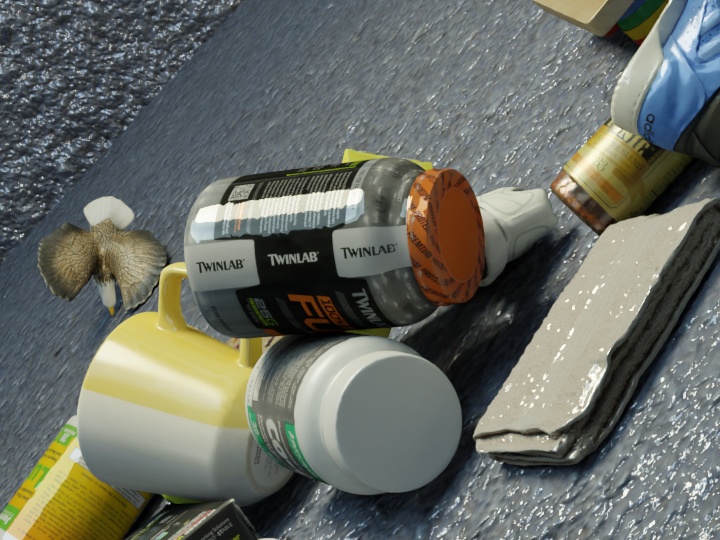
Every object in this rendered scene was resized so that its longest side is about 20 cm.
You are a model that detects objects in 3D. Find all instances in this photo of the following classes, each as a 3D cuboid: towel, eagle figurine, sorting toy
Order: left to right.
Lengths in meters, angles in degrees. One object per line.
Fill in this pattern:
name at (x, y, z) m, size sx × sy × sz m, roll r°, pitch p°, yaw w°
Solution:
eagle figurine at (-0.345, -0.011, 2.631) m, size 0.152 × 0.151 × 0.200 m, roll -41°, pitch 4°, yaw -5°
towel at (0.152, 0.040, 1.263) m, size 0.201 × 0.034 × 0.132 m, roll -56°, pitch 17°, yaw -19°
sorting toy at (0.251, -0.272, 1.630) m, size 0.199 × 0.069 × 0.200 m, roll -50°, pitch 16°, yaw 5°

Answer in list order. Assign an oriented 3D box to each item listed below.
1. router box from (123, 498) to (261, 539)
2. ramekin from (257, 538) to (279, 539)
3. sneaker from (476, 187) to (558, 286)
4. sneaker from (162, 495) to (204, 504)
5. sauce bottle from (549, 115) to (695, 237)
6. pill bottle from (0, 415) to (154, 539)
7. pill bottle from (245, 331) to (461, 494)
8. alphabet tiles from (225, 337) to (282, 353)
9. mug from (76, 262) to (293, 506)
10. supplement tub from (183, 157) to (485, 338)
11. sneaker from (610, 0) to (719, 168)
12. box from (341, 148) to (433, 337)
router box at (-0.183, 0.264, 1.545) m, size 0.200 × 0.062 × 0.150 m, roll -38°, pitch 9°, yaw -24°
ramekin at (-0.075, 0.279, 1.240) m, size 0.201 × 0.098 × 0.201 m, roll -46°, pitch 17°, yaw 18°
sneaker at (0.096, -0.027, 1.535) m, size 0.081 × 0.075 × 0.200 m, roll -30°, pitch 6°, yaw -13°
sneaker at (-0.151, 0.170, 1.761) m, size 0.084 × 0.074 × 0.200 m, roll -55°, pitch 25°, yaw -8°
sauce bottle at (0.218, -0.111, 1.361) m, size 0.200 × 0.066 × 0.066 m, roll -49°, pitch 15°, yaw 5°
pill bottle at (-0.290, 0.250, 1.884) m, size 0.200 × 0.111 × 0.111 m, roll -55°, pitch 16°, yaw -15°
pill bottle at (-0.006, 0.102, 1.420) m, size 0.113 × 0.113 × 0.200 m, roll -54°, pitch 15°, yaw -11°
alphabet tiles at (-0.127, 0.105, 1.955) m, size 0.167 × 0.008 × 0.200 m, roll -45°, pitch 16°, yaw 21°
mug at (-0.132, 0.110, 1.597) m, size 0.152 × 0.187 × 0.150 m, roll 15°, pitch 47°, yaw 32°
supplement tub at (-0.018, -0.016, 1.427) m, size 0.199 × 0.123 × 0.123 m, roll -6°, pitch 39°, yaw 29°
sneaker at (0.257, -0.163, 1.287) m, size 0.201 × 0.111 × 0.077 m, roll -61°, pitch -24°, yaw -3°
box at (0.000, 0.000, 1.555) m, size 0.050 × 0.075 × 0.201 m, roll -96°, pitch 20°, yaw -50°
